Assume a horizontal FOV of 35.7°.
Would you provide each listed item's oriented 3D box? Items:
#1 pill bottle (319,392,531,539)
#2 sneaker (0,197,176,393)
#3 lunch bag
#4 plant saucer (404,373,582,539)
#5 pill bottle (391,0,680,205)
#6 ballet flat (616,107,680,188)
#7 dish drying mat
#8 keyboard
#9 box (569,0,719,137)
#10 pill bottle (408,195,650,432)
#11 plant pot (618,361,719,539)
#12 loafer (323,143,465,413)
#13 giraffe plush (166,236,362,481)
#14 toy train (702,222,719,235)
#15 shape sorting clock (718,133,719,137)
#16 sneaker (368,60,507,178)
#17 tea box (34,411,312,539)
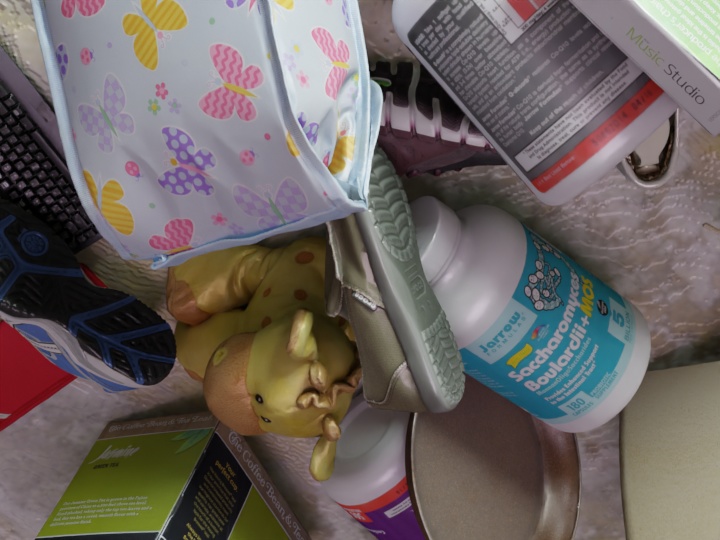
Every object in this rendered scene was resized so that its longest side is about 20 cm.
[{"bbox_3d":[0.064,0.188,0.909,0.112,0.113,0.200,-34,116,20],"label":"pill bottle"},{"bbox_3d":[-0.230,0.025,0.808,0.200,0.076,0.077,43,141,-12],"label":"sneaker"},{"bbox_3d":[-0.086,-0.113,0.650,0.169,0.127,0.202,-14,86,31],"label":"lunch bag"},{"bbox_3d":[0.098,0.149,0.852,0.032,0.201,0.200,-17,126,45],"label":"plant saucer"},{"bbox_3d":[0.091,-0.148,0.661,0.116,0.116,0.200,-40,92,23],"label":"pill bottle"},{"bbox_3d":[0.183,-0.142,0.724,0.069,0.070,0.201,-10,122,7],"label":"ballet flat"},{"bbox_3d":[-0.268,0.073,0.892,0.199,0.018,0.077,-33,116,20],"label":"dish drying mat"},{"bbox_3d":[-0.269,-0.083,0.791,0.126,0.021,0.201,-27,118,16],"label":"keyboard"},{"bbox_3d":[0.197,-0.184,0.607,0.144,0.200,0.036,44,153,3],"label":"box"},{"bbox_3d":[0.105,0.027,0.796,0.199,0.111,0.111,32,118,-26],"label":"pill bottle"},{"bbox_3d":[0.307,0.197,0.836,0.199,0.178,0.200,-14,126,41],"label":"plant pot"},{"bbox_3d":[0.000,0.000,0.699,0.069,0.075,0.202,-20,87,23],"label":"loafer"},{"bbox_3d":[-0.051,0.061,0.797,0.199,0.163,0.173,-32,117,20],"label":"giraffe plush"},{"bbox_3d":[0.316,0.026,0.830,0.198,0.085,0.116,14,135,-9],"label":"toy train"},{"bbox_3d":[0.232,-0.161,0.650,0.199,0.201,0.039,28,152,-17],"label":"shape sorting clock"},{"bbox_3d":[0.024,-0.080,0.770,0.198,0.076,0.116,13,129,3],"label":"sneaker"},{"bbox_3d":[-0.146,0.253,0.887,0.133,0.197,0.201,-10,124,30],"label":"tea box"}]
